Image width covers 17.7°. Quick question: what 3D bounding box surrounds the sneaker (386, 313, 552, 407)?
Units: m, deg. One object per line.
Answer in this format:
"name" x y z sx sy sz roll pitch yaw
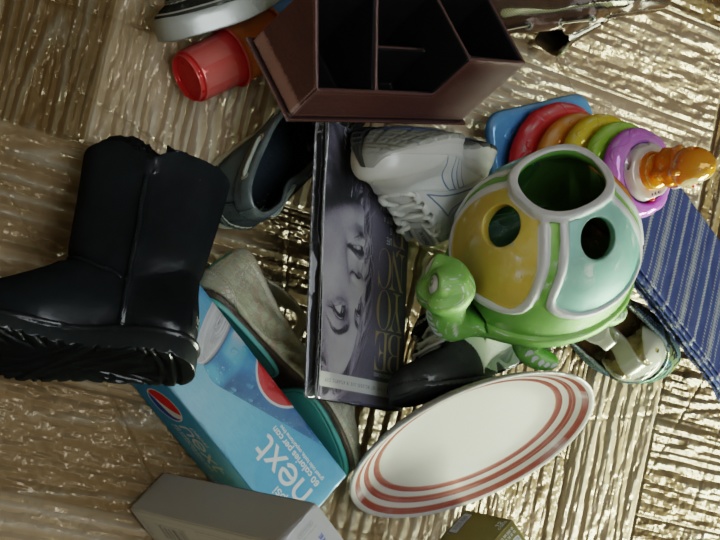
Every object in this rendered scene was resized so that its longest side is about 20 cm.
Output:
"sneaker" 0.070 0.049 1.768 0.200 0.074 0.089 -21 90 -59

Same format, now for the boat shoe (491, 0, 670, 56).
"boat shoe" 0.158 -0.209 1.833 0.202 0.075 0.075 -1 107 -29

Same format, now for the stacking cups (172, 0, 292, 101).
"stacking cups" -0.046 -0.176 1.698 0.200 0.060 0.061 -31 110 -26

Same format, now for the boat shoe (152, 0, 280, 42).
"boat shoe" -0.079 -0.225 1.667 0.200 0.071 0.064 -35 112 -36

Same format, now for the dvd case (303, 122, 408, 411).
"dvd case" 0.000 0.000 1.706 0.149 0.016 0.200 17 75 -64

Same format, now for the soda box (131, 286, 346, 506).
"soda box" -0.100 0.099 1.671 0.068 0.064 0.200 -47 117 -23

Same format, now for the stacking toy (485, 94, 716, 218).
"stacking toy" 0.200 -0.078 1.782 0.116 0.200 0.110 -15 101 -37

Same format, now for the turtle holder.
"turtle holder" 0.119 -0.020 1.693 0.185 0.141 0.132 -5 140 -12

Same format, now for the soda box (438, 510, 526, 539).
"soda box" 0.055 0.281 1.788 0.200 0.064 0.068 -46 116 -23

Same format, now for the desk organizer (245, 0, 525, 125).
"desk organizer" 0.022 -0.156 1.662 0.200 0.077 0.072 -3 60 -49

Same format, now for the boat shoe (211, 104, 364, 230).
"boat shoe" -0.035 -0.103 1.703 0.200 0.062 0.073 -46 114 -24

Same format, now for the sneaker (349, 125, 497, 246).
"sneaker" 0.049 -0.062 1.716 0.200 0.074 0.087 8 89 -64

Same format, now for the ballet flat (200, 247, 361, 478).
"ballet flat" -0.047 0.067 1.705 0.062 0.067 0.200 -50 119 -30

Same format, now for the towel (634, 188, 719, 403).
"towel" 0.270 0.006 1.915 0.200 0.024 0.145 50 38 -27

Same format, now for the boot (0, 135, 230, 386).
"boot" -0.196 -0.011 1.589 0.200 0.076 0.168 5 60 1

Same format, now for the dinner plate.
"dinner plate" 0.082 0.127 1.749 0.200 0.200 0.024 0 54 -35

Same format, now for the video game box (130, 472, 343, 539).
"video game box" -0.051 0.229 1.630 0.047 0.200 0.182 -45 116 -26

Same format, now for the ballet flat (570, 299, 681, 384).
"ballet flat" 0.198 0.051 1.858 0.200 0.074 0.074 36 73 -35
